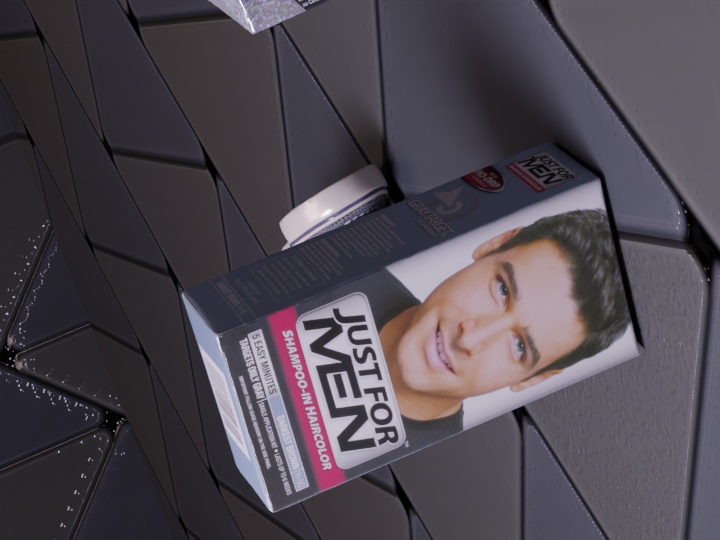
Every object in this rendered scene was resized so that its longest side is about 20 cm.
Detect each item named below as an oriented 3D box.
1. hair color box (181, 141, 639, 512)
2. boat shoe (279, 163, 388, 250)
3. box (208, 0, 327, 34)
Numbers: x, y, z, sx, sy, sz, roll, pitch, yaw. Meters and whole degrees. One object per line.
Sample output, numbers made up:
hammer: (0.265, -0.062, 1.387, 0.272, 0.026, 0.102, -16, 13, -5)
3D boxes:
hair color box: (0.026, 0.025, 1.220, 0.061, 0.199, 0.100, 43, 153, 61)
boat shoe: (0.000, 0.000, 1.593, 0.093, 0.074, 0.200, 59, 174, 7)
box: (-0.049, -0.214, 1.273, 0.200, 0.131, 0.115, 41, 153, 62)
